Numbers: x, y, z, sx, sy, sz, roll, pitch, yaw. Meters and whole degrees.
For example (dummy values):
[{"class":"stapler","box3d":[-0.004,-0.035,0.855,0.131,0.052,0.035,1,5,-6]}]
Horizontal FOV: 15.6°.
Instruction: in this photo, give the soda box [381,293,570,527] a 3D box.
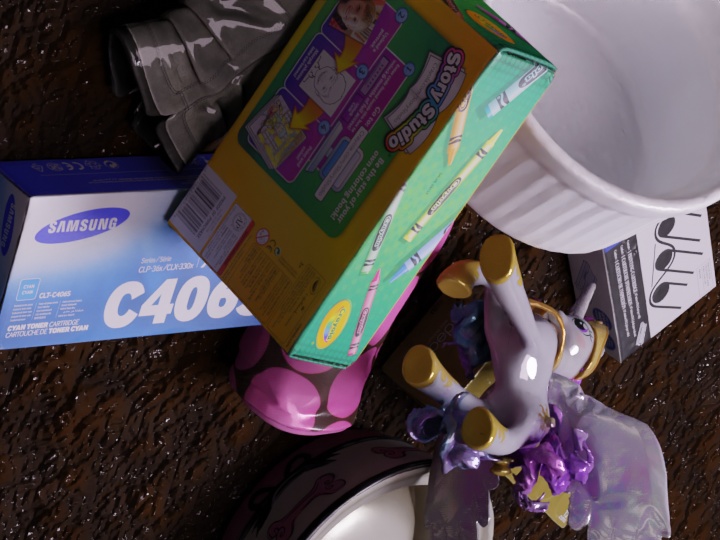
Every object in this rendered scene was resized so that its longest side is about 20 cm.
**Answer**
[{"class":"soda box","box3d":[0.096,0.095,1.744,0.068,0.064,0.200,-50,142,-3]}]

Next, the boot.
[{"class":"boot","box3d":[-0.075,-0.145,1.387,0.130,0.068,0.200,-29,136,-19]}]

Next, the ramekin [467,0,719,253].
[{"class":"ramekin","box3d":[0.124,-0.107,1.510,0.200,0.201,0.098,-12,165,-39]}]

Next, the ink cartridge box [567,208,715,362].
[{"class":"ink cartridge box","box3d":[0.181,-0.040,1.738,0.094,0.044,0.200,-38,140,-20]}]

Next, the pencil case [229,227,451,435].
[{"class":"pencil case","box3d":[0.000,0.000,1.559,0.094,0.091,0.200,2,120,-58]}]

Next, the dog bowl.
[{"class":"dog bowl","box3d":[-0.011,0.191,1.705,0.200,0.074,0.201,-27,135,-30]}]

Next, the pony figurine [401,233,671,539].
[{"class":"pony figurine","box3d":[0.098,0.084,1.578,0.200,0.166,0.194,27,67,-60]}]

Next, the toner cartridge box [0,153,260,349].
[{"class":"toner cartridge box","box3d":[-0.124,-0.013,1.456,0.200,0.043,0.095,-5,122,-43]}]

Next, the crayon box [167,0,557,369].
[{"class":"crayon box","box3d":[-0.002,-0.064,1.388,0.058,0.119,0.200,14,116,-52]}]
